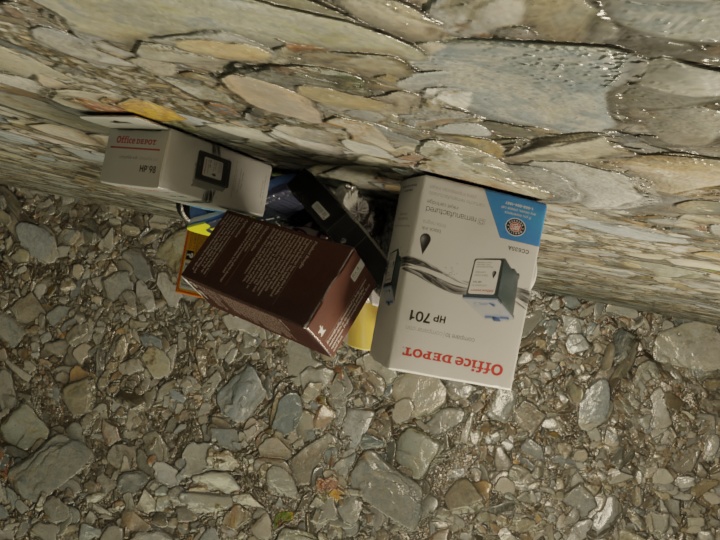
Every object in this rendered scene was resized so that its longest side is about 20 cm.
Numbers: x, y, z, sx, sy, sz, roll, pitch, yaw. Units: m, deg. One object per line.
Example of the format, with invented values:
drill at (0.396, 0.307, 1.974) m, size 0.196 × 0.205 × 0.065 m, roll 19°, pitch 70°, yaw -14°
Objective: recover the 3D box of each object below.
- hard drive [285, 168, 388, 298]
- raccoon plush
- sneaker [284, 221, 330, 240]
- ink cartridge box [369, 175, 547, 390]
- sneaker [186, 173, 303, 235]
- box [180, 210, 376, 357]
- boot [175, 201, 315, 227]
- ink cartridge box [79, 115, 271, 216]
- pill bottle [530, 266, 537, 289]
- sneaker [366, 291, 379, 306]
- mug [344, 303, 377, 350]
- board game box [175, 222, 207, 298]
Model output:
hard drive at (0.000, -0.022, 0.836) m, size 0.200 × 0.038 × 0.140 m, roll 51°, pitch 179°, yaw -37°
raccoon plush at (0.005, -0.082, 0.989) m, size 0.134 × 0.097 × 0.200 m, roll 30°, pitch 162°, yaw 47°
sneaker at (-0.062, -0.028, 0.918) m, size 0.085 × 0.081 × 0.200 m, roll -20°, pitch -156°, yaw 1°
ink cartridge box at (0.103, 0.013, 0.751) m, size 0.145 × 0.203 × 0.086 m, roll 11°, pitch 179°, yaw -13°
sneaker at (-0.150, -0.104, 0.922) m, size 0.198 × 0.083 × 0.074 m, roll -11°, pitch 160°, yaw 25°
box at (-0.092, 0.009, 0.772) m, size 0.199 × 0.101 × 0.075 m, roll 18°, pitch 156°, yaw 37°
boot at (-0.155, -0.092, 1.048) m, size 0.209 × 0.081 × 0.157 m, roll -1°, pitch -167°, yaw -35°
ink cartridge box at (-0.214, -0.117, 0.802) m, size 0.115 × 0.068 × 0.199 m, roll 10°, pitch 178°, yaw 37°
pill bottle at (0.122, 0.014, 0.912) m, size 0.115 × 0.117 × 0.200 m, roll 12°, pitch 150°, yaw -33°
sneaker at (0.000, 0.000, 1.107) m, size 0.197 × 0.079 × 0.112 m, roll 12°, pitch -164°, yaw 2°
mug at (0.043, 0.043, 1.228) m, size 0.185 × 0.155 × 0.149 m, roll 14°, pitch -151°, yaw 40°
board game box at (-0.189, -0.034, 1.295) m, size 0.198 × 0.203 × 0.200 m, roll 11°, pitch 179°, yaw 22°
